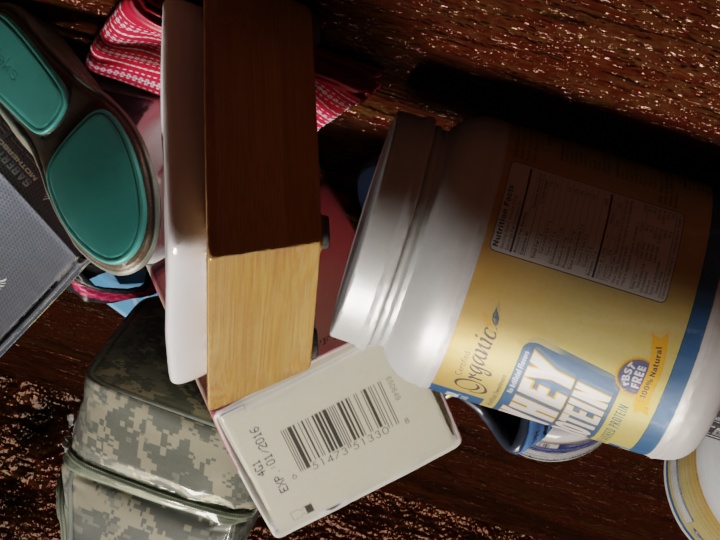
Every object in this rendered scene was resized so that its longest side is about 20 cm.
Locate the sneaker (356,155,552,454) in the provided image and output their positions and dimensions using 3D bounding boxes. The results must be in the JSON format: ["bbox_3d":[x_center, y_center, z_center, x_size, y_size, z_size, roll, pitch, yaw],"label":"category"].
[{"bbox_3d":[0.058,0.022,1.654,0.066,0.079,0.200,-20,114,40],"label":"sneaker"}]

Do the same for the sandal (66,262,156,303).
[{"bbox_3d":[-0.166,0.001,1.841,0.075,0.045,0.200,20,-179,26],"label":"sandal"}]

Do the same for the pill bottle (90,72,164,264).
[{"bbox_3d":[-0.201,-0.074,1.672,0.199,0.107,0.106,14,170,25],"label":"pill bottle"}]

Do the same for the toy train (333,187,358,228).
[{"bbox_3d":[0.000,0.000,1.867,0.115,0.085,0.200,5,173,-11],"label":"toy train"}]

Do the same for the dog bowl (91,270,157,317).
[{"bbox_3d":[-0.170,0.001,2.023,0.200,0.050,0.111,36,-177,9],"label":"dog bowl"}]

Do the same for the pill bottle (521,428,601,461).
[{"bbox_3d":[0.137,0.075,1.933,0.110,0.112,0.200,16,171,3],"label":"pill bottle"}]

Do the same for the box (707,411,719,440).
[{"bbox_3d":[0.274,0.056,1.592,0.199,0.050,0.158,18,145,-9],"label":"box"}]

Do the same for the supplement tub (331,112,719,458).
[{"bbox_3d":[0.096,0.005,1.442,0.199,0.146,0.145,17,171,-2],"label":"supplement tub"}]

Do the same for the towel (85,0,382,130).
[{"bbox_3d":[-0.075,-0.108,1.519,0.144,0.023,0.200,19,171,-10],"label":"towel"}]

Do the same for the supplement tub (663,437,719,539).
[{"bbox_3d":[0.292,0.132,1.883,0.144,0.146,0.200,17,171,-1],"label":"supplement tub"}]

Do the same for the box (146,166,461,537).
[{"bbox_3d":[-0.040,0.040,1.649,0.109,0.127,0.200,65,177,-37],"label":"box"}]

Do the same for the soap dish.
[{"bbox_3d":[-0.061,-0.038,1.400,0.081,0.158,0.200,-1,156,-4],"label":"soap dish"}]

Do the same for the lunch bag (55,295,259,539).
[{"bbox_3d":[-0.121,0.130,1.809,0.138,0.169,0.200,16,-159,4],"label":"lunch bag"}]

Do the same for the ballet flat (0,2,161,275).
[{"bbox_3d":[-0.151,-0.073,1.524,0.064,0.067,0.200,21,-152,-55],"label":"ballet flat"}]

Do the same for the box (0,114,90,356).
[{"bbox_3d":[-0.256,-0.047,1.620,0.200,0.051,0.158,47,131,-2],"label":"box"}]
